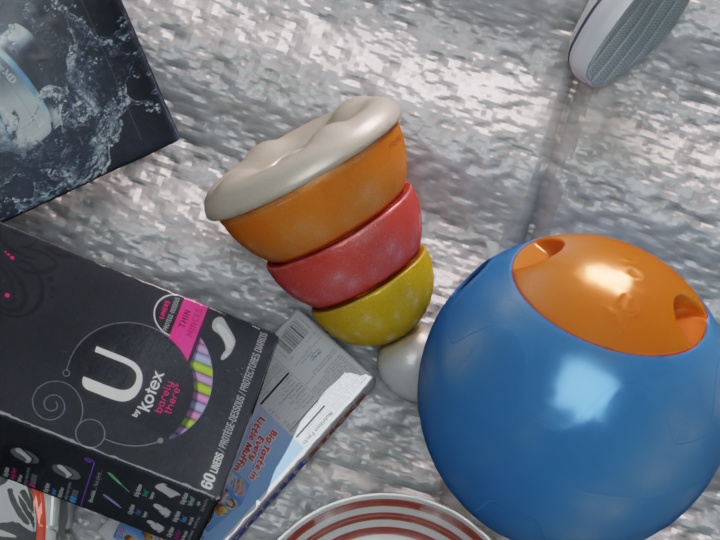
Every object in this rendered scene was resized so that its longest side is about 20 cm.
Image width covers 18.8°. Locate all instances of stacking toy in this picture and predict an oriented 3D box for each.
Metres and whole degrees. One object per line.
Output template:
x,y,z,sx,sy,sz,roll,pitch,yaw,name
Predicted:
0.000,0.000,1.426,0.145,0.146,0.201,-29,100,-5,stacking toy

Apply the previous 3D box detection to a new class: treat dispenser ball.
0.135,0.078,1.370,0.199,0.201,0.203,0,83,-1,treat dispenser ball

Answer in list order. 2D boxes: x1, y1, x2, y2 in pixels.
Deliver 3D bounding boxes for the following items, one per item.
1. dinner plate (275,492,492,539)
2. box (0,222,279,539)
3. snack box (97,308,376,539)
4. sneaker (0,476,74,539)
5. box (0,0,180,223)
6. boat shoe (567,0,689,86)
0.016,0.248,1.436,0.198,0.024,0.202,0,84,-2,dinner plate
-0.168,0.073,1.362,0.198,0.106,0.123,21,62,-4,box
-0.081,0.124,1.442,0.072,0.024,0.200,41,84,13,snack box
-0.232,0.183,1.420,0.081,0.077,0.202,1,73,9,sneaker
-0.248,-0.136,1.397,0.199,0.117,0.198,-25,101,-10,box
0.197,-0.217,1.481,0.067,0.074,0.200,37,84,31,boat shoe
